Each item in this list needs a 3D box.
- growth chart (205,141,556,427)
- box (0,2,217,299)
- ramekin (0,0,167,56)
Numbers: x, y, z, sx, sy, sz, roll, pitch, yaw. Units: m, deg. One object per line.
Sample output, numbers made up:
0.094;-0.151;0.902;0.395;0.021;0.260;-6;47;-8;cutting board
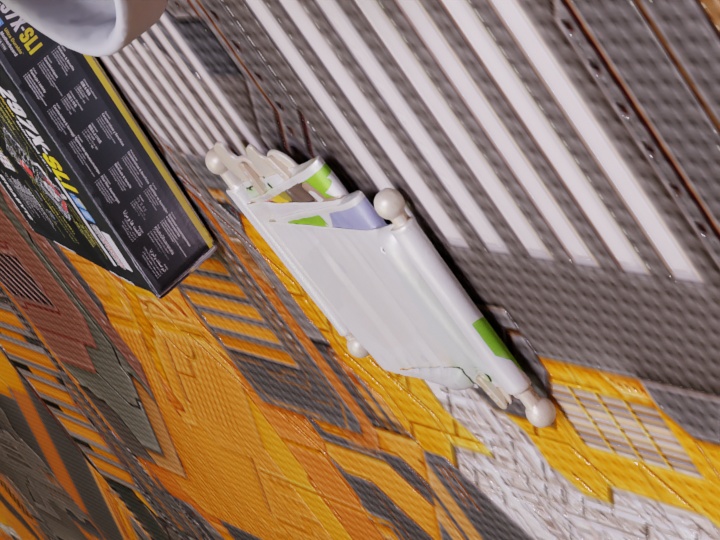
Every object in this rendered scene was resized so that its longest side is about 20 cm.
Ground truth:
0.000;0.000;1.112;0.145;0.018;0.200;56;163;-21;growth chart
-0.175;-0.089;1.324;0.159;0.049;0.201;21;148;54;box
-0.106;-0.180;0.812;0.200;0.105;0.200;44;163;17;ramekin
